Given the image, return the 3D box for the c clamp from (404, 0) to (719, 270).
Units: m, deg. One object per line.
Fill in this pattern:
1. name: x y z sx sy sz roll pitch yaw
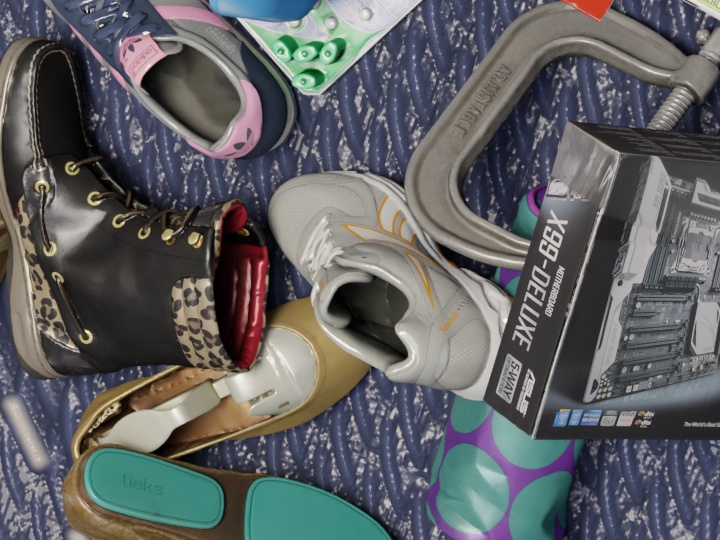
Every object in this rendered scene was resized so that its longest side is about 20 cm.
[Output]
1. c clamp: 0.128 -0.070 1.488 0.171 0.027 0.200 35 70 20

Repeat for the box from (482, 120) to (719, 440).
1. box: 0.174 0.009 1.456 0.050 0.200 0.158 37 116 49

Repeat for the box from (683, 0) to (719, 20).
1. box: 0.209 -0.147 1.410 0.110 0.200 0.035 30 106 7

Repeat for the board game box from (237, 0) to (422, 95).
1. board game box: -0.025 -0.233 1.550 0.200 0.026 0.200 -42 88 17

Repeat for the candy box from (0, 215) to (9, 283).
1. candy box: -0.270 0.049 1.620 0.055 0.115 0.200 29 106 8

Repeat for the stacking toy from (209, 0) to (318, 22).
1. stacking toy: -0.096 -0.228 1.515 0.200 0.116 0.110 35 107 21

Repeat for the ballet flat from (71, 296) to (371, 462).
1. ballet flat: -0.078 0.074 1.601 0.200 0.063 0.069 -27 93 18

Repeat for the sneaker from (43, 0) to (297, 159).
1. sneaker: -0.123 -0.137 1.564 0.200 0.082 0.070 38 108 6

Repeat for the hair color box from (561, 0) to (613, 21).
1. hair color box: 0.090 -0.212 1.407 0.064 0.200 0.111 27 101 -28

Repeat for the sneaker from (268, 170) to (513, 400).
1. sneaker: 0.000 0.000 1.517 0.200 0.092 0.076 38 114 43

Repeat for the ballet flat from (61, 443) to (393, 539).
1. ballet flat: -0.080 0.152 1.604 0.200 0.068 0.072 14 149 -17

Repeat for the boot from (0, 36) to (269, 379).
1. boot: -0.131 -0.032 1.570 0.150 0.073 0.200 3 100 31

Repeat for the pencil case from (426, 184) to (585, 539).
1. pencil case: 0.102 0.059 1.537 0.085 0.092 0.200 39 115 51
